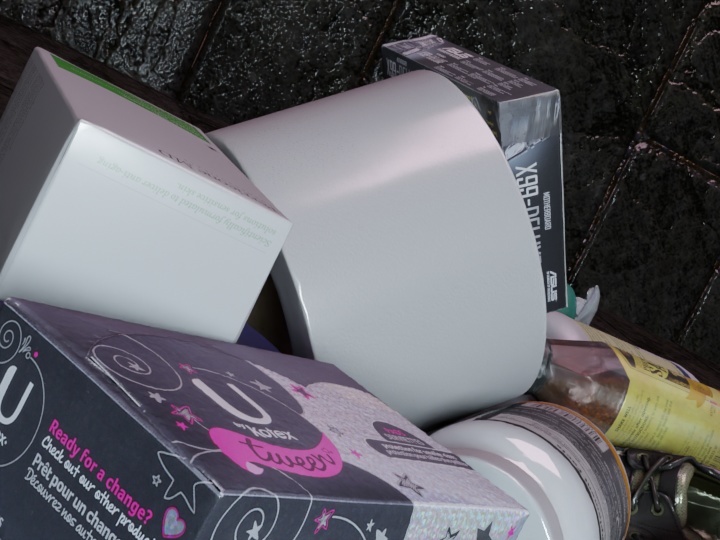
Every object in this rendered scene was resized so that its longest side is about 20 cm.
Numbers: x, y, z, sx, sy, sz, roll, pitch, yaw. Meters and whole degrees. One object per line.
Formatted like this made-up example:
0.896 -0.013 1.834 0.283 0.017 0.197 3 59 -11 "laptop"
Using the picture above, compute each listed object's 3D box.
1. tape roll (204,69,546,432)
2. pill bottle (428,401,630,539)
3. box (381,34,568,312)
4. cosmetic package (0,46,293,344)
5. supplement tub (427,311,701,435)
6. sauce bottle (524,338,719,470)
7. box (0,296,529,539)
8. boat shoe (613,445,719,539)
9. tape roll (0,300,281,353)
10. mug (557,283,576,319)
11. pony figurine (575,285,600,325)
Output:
0.000 0.000 0.751 0.137 0.206 0.203 -18 26 -18 "tape roll"
0.076 0.134 0.690 0.115 0.118 0.200 29 9 17 "pill bottle"
0.080 -0.074 0.952 0.049 0.160 0.200 -14 24 -18 "box"
-0.117 -0.033 0.615 0.107 0.086 0.200 26 7 -26 "cosmetic package"
0.156 0.114 0.973 0.198 0.147 0.145 22 9 -33 "supplement tub"
0.167 0.084 0.854 0.198 0.067 0.066 23 8 -14 "sauce bottle"
-0.048 0.100 0.490 0.131 0.116 0.199 32 10 36 "box"
0.190 0.142 0.804 0.198 0.072 0.066 20 -34 2 "boat shoe"
-0.135 0.050 0.639 0.198 0.086 0.200 26 8 -4 "tape roll"
0.072 0.032 1.076 0.113 0.185 0.153 19 32 -42 "mug"
0.165 0.095 1.206 0.197 0.169 0.193 13 -5 19 "pony figurine"
